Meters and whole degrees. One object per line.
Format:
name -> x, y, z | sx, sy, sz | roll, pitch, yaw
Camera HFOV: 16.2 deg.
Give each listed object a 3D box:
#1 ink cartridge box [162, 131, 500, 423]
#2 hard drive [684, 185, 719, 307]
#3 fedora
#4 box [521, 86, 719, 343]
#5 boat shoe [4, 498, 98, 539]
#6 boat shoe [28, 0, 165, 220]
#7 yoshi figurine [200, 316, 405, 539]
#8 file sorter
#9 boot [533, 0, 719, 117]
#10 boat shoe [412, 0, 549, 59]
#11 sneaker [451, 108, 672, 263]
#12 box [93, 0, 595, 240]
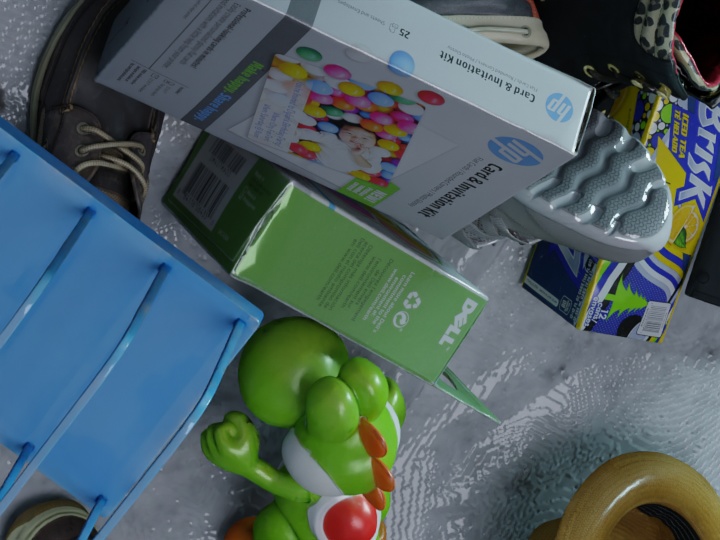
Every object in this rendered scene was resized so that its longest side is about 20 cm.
ink cartridge box -> 0.000, 0.000, 1.352 | 0.199, 0.104, 0.059 | 30, 97, -33
hard drive -> 0.279, -0.059, 1.410 | 0.033, 0.139, 0.201 | 15, 94, -74
fedora -> 0.151, 0.205, 1.514 | 0.200, 0.081, 0.202 | 1, 89, -46
box -> 0.162, -0.065, 1.426 | 0.064, 0.070, 0.201 | 10, 106, -31
boat shoe -> -0.168, 0.227, 1.387 | 0.073, 0.065, 0.201 | -9, 116, -25
boat shoe -> -0.133, -0.048, 1.281 | 0.074, 0.073, 0.201 | 9, 107, -30
yoshi figurine -> -0.028, 0.093, 1.370 | 0.111, 0.113, 0.200 | 16, 145, 3
file sorter -> -0.173, 0.034, 1.204 | 0.200, 0.123, 0.139 | 37, 111, -7
boot -> 0.132, -0.102, 1.344 | 0.073, 0.154, 0.205 | 2, 109, -30
boat shoe -> 0.002, -0.112, 1.314 | 0.199, 0.071, 0.063 | -21, 76, -17
sneaker -> 0.082, -0.045, 1.334 | 0.075, 0.199, 0.082 | -39, 138, -31
box -> -0.011, -0.089, 1.198 | 0.199, 0.156, 0.041 | 23, 68, -16
